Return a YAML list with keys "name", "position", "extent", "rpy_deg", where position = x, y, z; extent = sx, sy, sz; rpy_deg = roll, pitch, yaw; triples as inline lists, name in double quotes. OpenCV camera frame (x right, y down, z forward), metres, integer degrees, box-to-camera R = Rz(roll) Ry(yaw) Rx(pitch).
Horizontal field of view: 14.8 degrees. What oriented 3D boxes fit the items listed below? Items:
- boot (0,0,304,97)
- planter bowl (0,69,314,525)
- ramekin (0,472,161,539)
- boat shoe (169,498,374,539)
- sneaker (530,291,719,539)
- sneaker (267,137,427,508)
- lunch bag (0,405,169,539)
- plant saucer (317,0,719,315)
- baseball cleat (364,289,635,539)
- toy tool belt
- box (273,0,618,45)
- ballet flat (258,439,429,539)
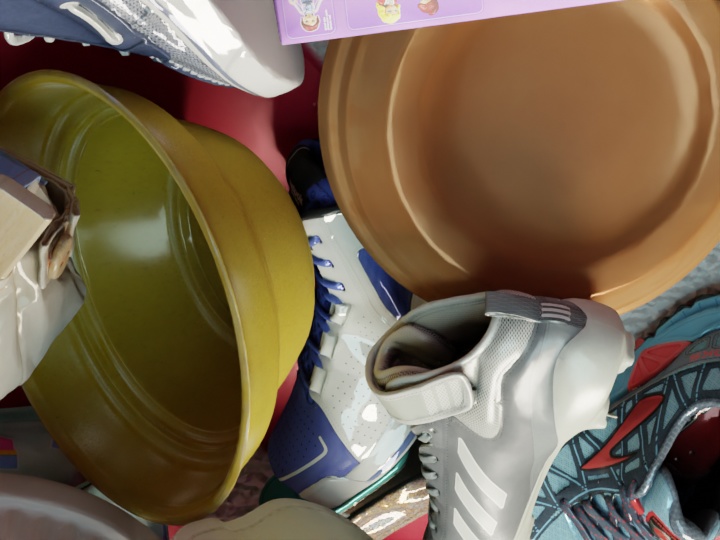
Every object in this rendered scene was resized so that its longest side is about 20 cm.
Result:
- name: "boot"
  position: [-0.106, -0.118, 1.108]
  extent: [0.090, 0.073, 0.200]
  rpy_deg: [-21, 146, 22]
- name: "planter bowl"
  position: [-0.078, 0.001, 1.182]
  extent: [0.083, 0.200, 0.201]
  rpy_deg: [-22, 138, -34]
- name: "ramekin"
  position: [-0.162, 0.197, 1.191]
  extent: [0.199, 0.105, 0.201]
  rpy_deg: [0, 121, 0]
- name: "boat shoe"
  position: [-0.040, 0.144, 1.189]
  extent: [0.060, 0.072, 0.202]
  rpy_deg: [-52, 159, 14]
- name: "sneaker"
  position: [0.131, 0.098, 1.308]
  extent: [0.079, 0.096, 0.200]
  rpy_deg: [28, 121, -25]
- name: "sneaker"
  position: [0.000, -0.001, 1.232]
  extent: [0.115, 0.081, 0.200]
  rpy_deg: [28, 114, -22]
- name: "lunch bag"
  position: [-0.183, 0.156, 1.304]
  extent: [0.199, 0.122, 0.171]
  rpy_deg: [-8, 124, -6]
- name: "plant saucer"
  position: [0.083, -0.068, 1.156]
  extent: [0.199, 0.037, 0.201]
  rpy_deg: [-4, 107, -13]
- name: "baseball cleat"
  position: [0.042, 0.068, 1.200]
  extent: [0.106, 0.070, 0.200]
  rpy_deg: [15, 136, -12]
- name: "toy tool belt"
  position: [-0.209, -0.033, 1.126]
  extent: [0.199, 0.125, 0.123]
  rpy_deg: [24, 149, 12]
- name: "box"
  position: [0.060, -0.153, 1.067]
  extent: [0.199, 0.137, 0.039]
  rpy_deg: [-8, 130, -1]
- name: "ballet flat"
  position: [0.043, 0.079, 1.313]
  extent: [0.199, 0.068, 0.067]
  rpy_deg: [-29, 146, 23]
